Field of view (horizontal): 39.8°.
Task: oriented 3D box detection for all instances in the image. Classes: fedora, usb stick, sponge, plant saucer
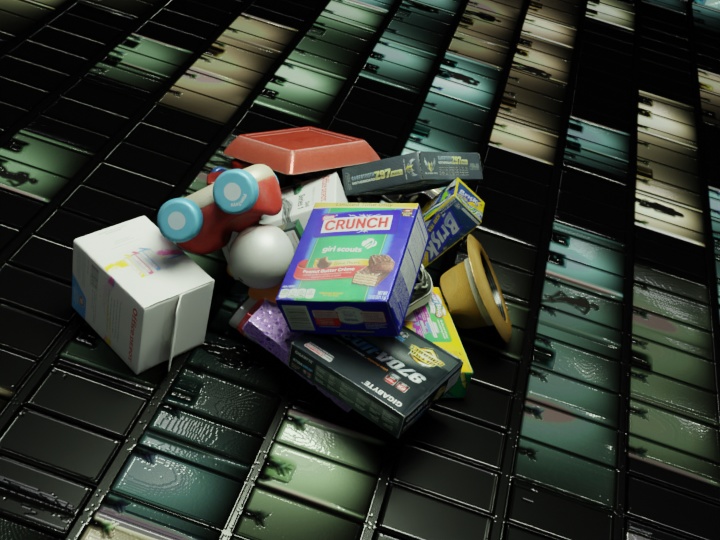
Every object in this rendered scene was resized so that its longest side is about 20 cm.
[{"bbox_3d":[0.181,0.039,1.612,0.081,0.201,0.201,-21,36,13],"label":"fedora"},{"bbox_3d":[-0.090,-0.134,1.702,0.199,0.056,0.033,17,-11,-32],"label":"usb stick"},{"bbox_3d":[-0.068,0.110,1.467,0.200,0.030,0.112,39,41,2],"label":"sponge"},{"bbox_3d":[-0.100,-0.209,1.687,0.198,0.037,0.199,-14,24,-38],"label":"plant saucer"}]

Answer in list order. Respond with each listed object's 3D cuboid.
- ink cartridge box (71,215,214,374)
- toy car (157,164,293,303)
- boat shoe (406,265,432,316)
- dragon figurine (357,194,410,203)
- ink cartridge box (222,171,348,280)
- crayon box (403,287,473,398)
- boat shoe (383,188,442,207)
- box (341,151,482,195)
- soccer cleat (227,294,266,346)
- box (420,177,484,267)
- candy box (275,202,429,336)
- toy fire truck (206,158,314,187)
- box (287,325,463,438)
[{"bbox_3d":[-0.310,0.040,1.436,0.125,0.129,0.200,-25,53,-40],"label":"ink cartridge box"},{"bbox_3d":[-0.172,-0.035,1.444,0.176,0.201,0.184,-25,3,8],"label":"toy car"},{"bbox_3d":[0.075,0.018,1.526,0.070,0.064,0.200,22,19,10],"label":"boat shoe"},{"bbox_3d":[0.070,-0.088,1.724,0.099,0.200,0.059,-25,39,12],"label":"dragon figurine"},{"bbox_3d":[-0.117,-0.074,1.599,0.198,0.085,0.146,-17,24,6],"label":"ink cartridge box"},{"bbox_3d":[0.087,0.108,1.545,0.118,0.059,0.201,2,39,-17],"label":"crayon box"},{"bbox_3d":[0.101,-0.134,1.853,0.199,0.072,0.065,30,34,10],"label":"boat shoe"},{"bbox_3d":[0.089,-0.161,1.662,0.157,0.052,0.199,-7,1,37],"label":"box"},{"bbox_3d":[-0.125,0.048,1.553,0.073,0.068,0.200,43,40,4],"label":"soccer cleat"},{"bbox_3d":[0.112,-0.061,1.648,0.070,0.200,0.064,41,34,-15],"label":"box"},{"bbox_3d":[-0.007,-0.006,1.416,0.168,0.077,0.201,0,44,20],"label":"candy box"},{"bbox_3d":[-0.185,-0.156,1.769,0.199,0.113,0.167,-12,20,-32],"label":"toy fire truck"},{"bbox_3d":[0.022,0.132,1.406,0.199,0.046,0.159,31,39,24],"label":"box"}]
